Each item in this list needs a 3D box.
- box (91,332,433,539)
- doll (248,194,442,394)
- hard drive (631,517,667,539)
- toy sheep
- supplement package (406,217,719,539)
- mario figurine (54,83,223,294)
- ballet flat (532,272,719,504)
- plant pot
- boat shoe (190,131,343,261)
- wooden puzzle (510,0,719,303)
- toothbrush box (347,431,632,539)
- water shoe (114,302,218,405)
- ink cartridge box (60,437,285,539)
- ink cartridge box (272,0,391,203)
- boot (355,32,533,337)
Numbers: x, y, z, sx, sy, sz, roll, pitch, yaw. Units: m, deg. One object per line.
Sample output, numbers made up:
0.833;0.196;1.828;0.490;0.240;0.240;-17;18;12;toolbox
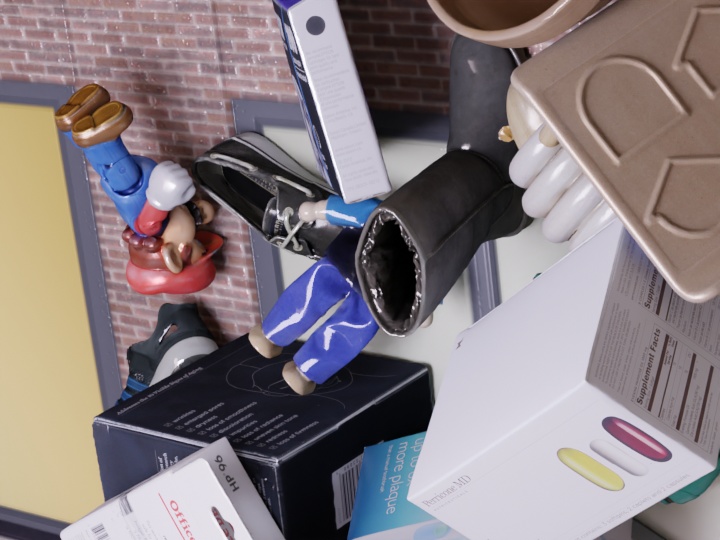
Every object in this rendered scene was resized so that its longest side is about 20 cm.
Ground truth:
-0.073;0.150;1.770;0.196;0.200;0.124;11;116;37;box
0.000;0.000;1.697;0.200;0.048;0.137;-44;84;15;doll
0.169;0.266;1.735;0.132;0.027;0.201;32;127;27;hard drive
0.177;-0.063;1.516;0.200;0.138;0.138;48;132;7;toy sheep
0.145;0.085;1.475;0.111;0.156;0.200;33;138;-16;supplement package
-0.168;-0.068;1.821;0.106;0.124;0.200;-15;126;18;mario figurine
0.203;0.073;1.607;0.070;0.067;0.200;-34;85;19;ballet flat
0.134;-0.242;1.476;0.201;0.093;0.202;-15;70;46;plant pot
-0.051;-0.041;1.762;0.200;0.064;0.071;32;125;26;boat shoe
0.223;-0.096;1.443;0.200;0.185;0.046;52;161;13;wooden puzzle
0.097;0.187;1.631;0.199;0.147;0.085;-15;128;24;toothbrush box
-0.177;0.103;1.945;0.200;0.071;0.079;-51;46;43;water shoe
-0.126;0.204;1.654;0.200;0.068;0.116;-30;90;45;ink cartridge box
-0.031;-0.161;1.629;0.198;0.043;0.201;-123;18;-78;ink cartridge box
0.057;-0.069;1.563;0.072;0.200;0.182;-1;108;37;boot
